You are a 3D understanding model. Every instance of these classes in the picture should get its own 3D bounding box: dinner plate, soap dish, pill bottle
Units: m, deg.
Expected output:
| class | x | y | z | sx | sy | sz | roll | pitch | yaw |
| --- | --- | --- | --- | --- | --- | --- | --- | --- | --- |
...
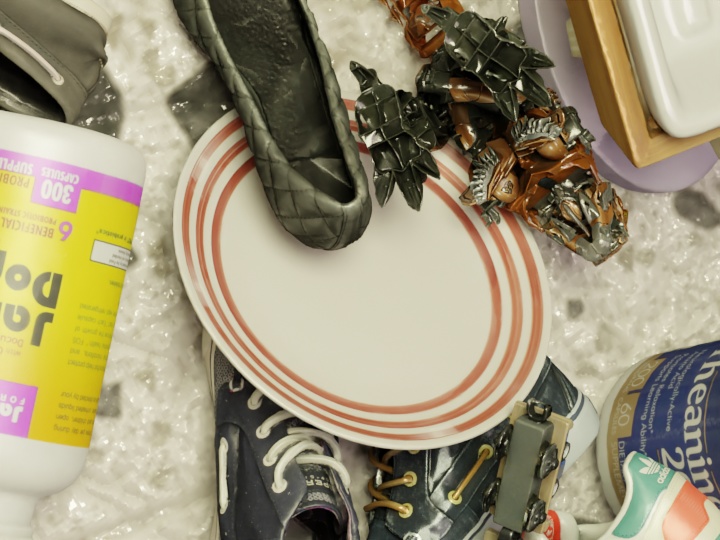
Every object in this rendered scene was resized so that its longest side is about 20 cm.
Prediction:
| class | x | y | z | sx | sy | sz | roll | pitch | yaw |
| --- | --- | --- | --- | --- | --- | --- | --- | --- | --- |
| dinner plate | 0.000 | 0.000 | 1.129 | 0.199 | 0.024 | 0.201 | 13 | 56 | -20 |
| soap dish | 0.179 | -0.155 | 1.086 | 0.199 | 0.081 | 0.158 | -22 | 102 | -21 |
| pill bottle | -0.165 | 0.033 | 1.052 | 0.104 | 0.104 | 0.201 | 13 | 86 | -24 |
| pill bottle | 0.216 | 0.083 | 1.164 | 0.110 | 0.200 | 0.112 | 6 | 78 | -30 |

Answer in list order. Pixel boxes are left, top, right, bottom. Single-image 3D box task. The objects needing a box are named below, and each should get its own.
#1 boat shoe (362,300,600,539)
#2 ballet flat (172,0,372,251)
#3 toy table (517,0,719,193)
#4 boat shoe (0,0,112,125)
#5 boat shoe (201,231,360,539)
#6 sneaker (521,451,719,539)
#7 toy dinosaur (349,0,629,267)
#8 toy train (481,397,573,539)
| class | x | y | z | sx | sy | sz | roll | pitch | yaw |
| --- | --- | --- | --- | --- | --- | --- | --- | --- | --- |
| boat shoe | 0.026 | 0.108 | 1.165 | 0.091 | 0.071 | 0.200 | 49 | 68 | -14 |
| ballet flat | -0.039 | -0.105 | 1.109 | 0.066 | 0.057 | 0.201 | -19 | 78 | -25 |
| toy table | 0.161 | -0.138 | 1.187 | 0.183 | 0.117 | 0.201 | -27 | 103 | -21 |
| boat shoe | -0.203 | -0.124 | 1.047 | 0.199 | 0.067 | 0.057 | 23 | 66 | -26 |
| boat shoe | -0.030 | 0.081 | 1.119 | 0.074 | 0.093 | 0.201 | 0 | 91 | -24 |
| sneaker | 0.104 | 0.170 | 1.170 | 0.093 | 0.070 | 0.200 | 46 | 116 | 4 |
| toy dinosaur | 0.053 | -0.082 | 1.151 | 0.199 | 0.136 | 0.103 | 32 | 106 | 12 |
| toy train | 0.069 | 0.151 | 1.123 | 0.046 | 0.034 | 0.201 | -25 | 132 | -58 |
